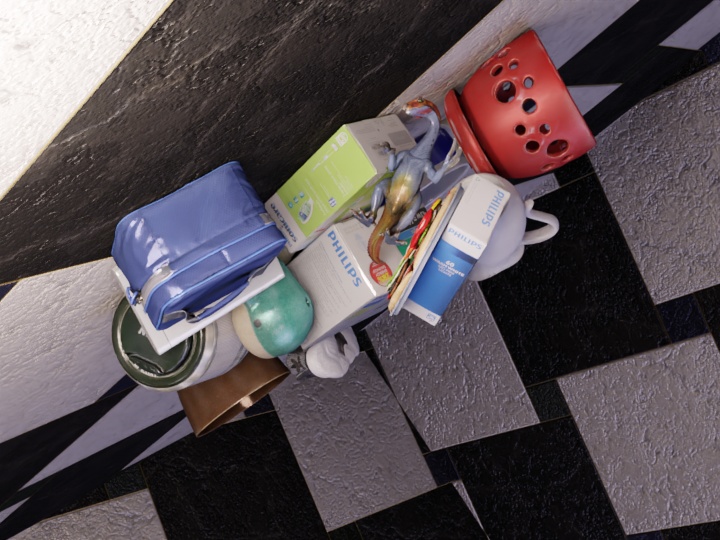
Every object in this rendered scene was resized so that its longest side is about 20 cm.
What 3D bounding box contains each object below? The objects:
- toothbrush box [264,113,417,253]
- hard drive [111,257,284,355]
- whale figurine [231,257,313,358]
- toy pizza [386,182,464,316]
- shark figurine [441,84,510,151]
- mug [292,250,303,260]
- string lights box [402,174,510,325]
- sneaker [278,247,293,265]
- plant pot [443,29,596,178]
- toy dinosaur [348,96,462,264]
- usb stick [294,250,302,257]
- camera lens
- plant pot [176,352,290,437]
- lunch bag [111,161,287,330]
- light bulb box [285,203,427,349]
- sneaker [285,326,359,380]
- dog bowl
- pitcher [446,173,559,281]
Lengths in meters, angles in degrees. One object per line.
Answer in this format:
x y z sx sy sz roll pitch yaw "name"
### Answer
-0.024 -0.126 1.431 0.200 0.087 0.145 -39 171 34 "toothbrush box"
-0.207 0.003 1.297 0.199 0.133 0.027 -33 -151 -19 "hard drive"
-0.129 0.022 1.422 0.103 0.203 0.159 -14 176 17 "whale figurine"
0.080 -0.032 1.334 0.202 0.031 0.200 -62 178 -3 "toy pizza"
0.222 -0.256 1.718 0.128 0.090 0.214 -40 173 23 "shark figurine"
-0.078 0.045 1.711 0.175 0.148 0.200 -31 -164 34 "mug"
0.129 -0.024 1.352 0.103 0.059 0.201 -59 177 -38 "string lights box"
-0.099 -0.072 1.567 0.199 0.070 0.094 -23 148 -51 "sneaker"
0.234 -0.234 1.508 0.181 0.202 0.200 -28 174 14 "plant pot"
0.052 -0.132 1.324 0.183 0.104 0.200 -64 -173 -24 "toy dinosaur"
-0.103 -0.051 1.750 0.199 0.033 0.055 -39 165 24 "usb stick"
-0.251 0.083 1.433 0.159 0.161 0.200 -37 173 15 "camera lens"
-0.246 0.138 1.642 0.186 0.201 0.187 -34 173 -5 "plant pot"
-0.193 -0.017 1.176 0.199 0.133 0.136 -32 172 -25 "lunch bag"
0.000 0.000 1.517 0.197 0.126 0.200 -24 170 -45 "light bulb box"
-0.076 0.146 1.624 0.113 0.076 0.200 -24 -178 17 "sneaker"
0.094 -0.160 1.760 0.199 0.079 0.200 -35 173 -5 "dog bowl"
0.211 -0.071 1.481 0.170 0.122 0.200 -21 155 4 "pitcher"
